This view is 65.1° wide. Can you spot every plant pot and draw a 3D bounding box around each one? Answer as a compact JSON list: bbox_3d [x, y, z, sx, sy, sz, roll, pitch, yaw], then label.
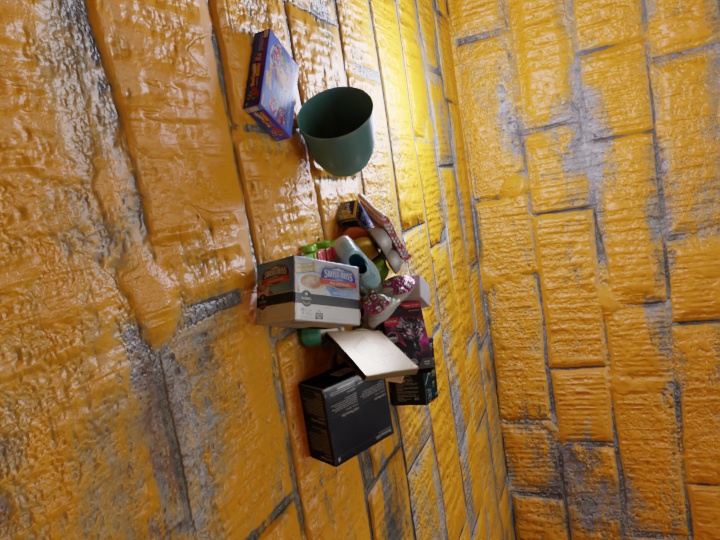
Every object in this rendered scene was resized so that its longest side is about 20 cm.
[{"bbox_3d":[-0.050,-0.343,1.456,0.162,0.196,0.204,74,23,-51],"label":"plant pot"}]

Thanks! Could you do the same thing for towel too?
[{"bbox_3d":[0.068,-0.124,1.598,0.146,0.030,0.201,47,-7,46],"label":"towel"}]

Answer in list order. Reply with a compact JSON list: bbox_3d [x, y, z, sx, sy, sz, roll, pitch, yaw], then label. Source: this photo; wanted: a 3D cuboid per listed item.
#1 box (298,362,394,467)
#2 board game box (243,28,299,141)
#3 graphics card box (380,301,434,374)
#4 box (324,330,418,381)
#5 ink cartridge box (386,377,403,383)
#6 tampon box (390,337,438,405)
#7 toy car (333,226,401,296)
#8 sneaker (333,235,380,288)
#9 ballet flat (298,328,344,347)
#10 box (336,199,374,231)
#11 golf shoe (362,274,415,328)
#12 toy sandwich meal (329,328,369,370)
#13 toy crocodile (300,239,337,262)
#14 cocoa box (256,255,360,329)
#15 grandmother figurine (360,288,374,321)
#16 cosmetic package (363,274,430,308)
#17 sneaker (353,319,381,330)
[{"bbox_3d":[-0.032,0.332,1.353,0.197,0.103,0.187,-15,99,-41],"label":"box"},{"bbox_3d":[-0.201,-0.422,1.295,0.134,0.044,0.205,41,48,-58],"label":"board game box"},{"bbox_3d":[0.124,0.189,1.575,0.051,0.122,0.204,106,-22,-61],"label":"graphics card box"},{"bbox_3d":[0.028,0.199,1.355,0.198,0.163,0.022,6,117,-48],"label":"box"},{"bbox_3d":[0.105,0.230,1.698,0.202,0.081,0.150,99,-3,-57],"label":"ink cartridge box"},{"bbox_3d":[0.174,0.334,1.883,0.149,0.123,0.205,2,82,-67],"label":"tampon box"},{"bbox_3d":[0.007,-0.041,1.587,0.151,0.173,0.201,55,0,43],"label":"toy car"},{"bbox_3d":[0.000,0.000,1.452,0.200,0.074,0.082,45,8,-43],"label":"sneaker"},{"bbox_3d":[-0.079,0.158,1.410,0.199,0.069,0.069,5,80,-67],"label":"ballet flat"},{"bbox_3d":[0.001,-0.119,1.668,0.201,0.063,0.071,53,38,-49],"label":"box"},{"bbox_3d":[0.075,0.083,1.559,0.198,0.075,0.093,-32,145,-35],"label":"golf shoe"},{"bbox_3d":[0.000,0.255,1.487,0.201,0.070,0.211,-5,98,-35],"label":"toy sandwich meal"},{"bbox_3d":[-0.098,-0.037,1.421,0.199,0.060,0.069,-27,109,-65],"label":"toy crocodile"},{"bbox_3d":[-0.111,0.053,1.222,0.198,0.132,0.135,10,75,-46],"label":"cocoa box"},{"bbox_3d":[-0.008,0.094,1.556,0.200,0.120,0.061,39,22,-58],"label":"grandmother figurine"},{"bbox_3d":[0.100,0.076,1.677,0.101,0.196,0.073,39,45,-59],"label":"cosmetic package"},{"bbox_3d":[0.027,0.228,1.628,0.200,0.078,0.132,-61,140,-52],"label":"sneaker"}]
